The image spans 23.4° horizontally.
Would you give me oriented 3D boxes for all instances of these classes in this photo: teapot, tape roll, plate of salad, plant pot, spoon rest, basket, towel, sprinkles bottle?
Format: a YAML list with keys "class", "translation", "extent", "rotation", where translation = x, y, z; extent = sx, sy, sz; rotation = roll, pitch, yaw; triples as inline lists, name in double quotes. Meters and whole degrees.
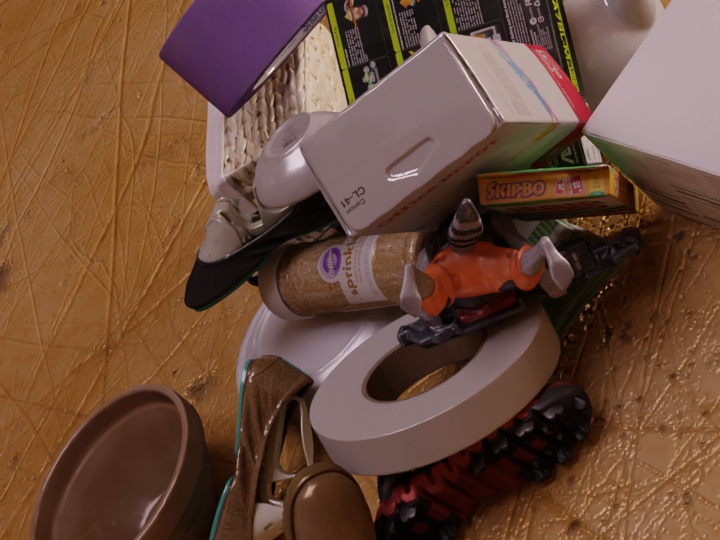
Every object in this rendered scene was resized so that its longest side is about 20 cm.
- class: "teapot"
  translation: [0.153, -0.203, 1.488]
  extent: [0.200, 0.146, 0.197]
  rotation: [-50, 34, 4]
- class: "tape roll"
  translation: [-0.083, -0.237, 1.548]
  extent: [0.200, 0.085, 0.200]
  rotation: [-49, 3, 4]
- class: "tape roll"
  translation: [0.056, 0.082, 1.330]
  extent: [0.203, 0.037, 0.203]
  rotation: [-26, 19, 10]
- class: "plate of salad"
  translation: [-0.029, 0.053, 1.549]
  extent: [0.200, 0.048, 0.200]
  rotation: [-28, 38, 25]
- class: "plant pot"
  translation: [-0.197, 0.210, 1.561]
  extent: [0.201, 0.093, 0.201]
  rotation: [-29, 40, 28]
- class: "spoon rest"
  translation: [-0.006, -0.114, 1.403]
  extent: [0.200, 0.061, 0.099]
  rotation: [-34, 30, 22]
- class: "basket"
  translation: [-0.061, -0.133, 1.687]
  extent: [0.123, 0.136, 0.200]
  rotation: [-28, 40, 24]
- class: "towel"
  translation: [0.117, 0.010, 1.444]
  extent: [0.153, 0.023, 0.200]
  rotation: [-52, 35, 1]
- class: "sprinkles bottle"
  translation: [0.000, 0.000, 1.458]
  extent: [0.200, 0.068, 0.068]
  rotation: [-9, 52, 47]

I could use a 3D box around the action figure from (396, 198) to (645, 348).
- class: "action figure"
  translation: [0.107, -0.016, 1.277]
  extent: [0.200, 0.105, 0.193]
  rotation: [-24, 5, 1]

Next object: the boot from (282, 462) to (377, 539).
- class: "boot"
  translation: [0.024, 0.245, 1.231]
  extent: [0.066, 0.175, 0.200]
  rotation: [-23, 26, -19]

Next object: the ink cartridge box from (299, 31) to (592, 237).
- class: "ink cartridge box"
  translation: [0.069, -0.099, 1.295]
  extent: [0.148, 0.200, 0.086]
  rotation: [-37, 76, 23]

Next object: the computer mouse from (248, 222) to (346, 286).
- class: "computer mouse"
  translation: [-0.030, -0.032, 1.621]
  extent: [0.200, 0.059, 0.034]
  rotation: [-34, 36, 27]

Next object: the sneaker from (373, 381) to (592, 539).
- class: "sneaker"
  translation: [0.086, 0.132, 1.321]
  extent: [0.200, 0.071, 0.098]
  rotation: [-37, 39, 22]

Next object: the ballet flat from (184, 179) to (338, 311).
- class: "ballet flat"
  translation: [-0.084, -0.043, 1.482]
  extent: [0.200, 0.068, 0.068]
  rotation: [-34, 24, 12]

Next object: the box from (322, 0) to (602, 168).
- class: "box"
  translation: [0.081, -0.154, 1.423]
  extent: [0.193, 0.048, 0.200]
  rotation: [-16, 87, 28]

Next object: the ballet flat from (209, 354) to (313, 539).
- class: "ballet flat"
  translation: [-0.078, 0.173, 1.468]
  extent: [0.072, 0.068, 0.200]
  rotation: [11, 89, 15]

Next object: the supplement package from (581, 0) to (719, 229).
- class: "supplement package"
  translation: [0.293, -0.114, 1.273]
  extent: [0.156, 0.111, 0.200]
  rotation: [-55, 35, -5]

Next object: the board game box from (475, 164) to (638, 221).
- class: "board game box"
  translation: [0.151, -0.058, 1.308]
  extent: [0.095, 0.200, 0.030]
  rotation: [-4, 84, 15]
